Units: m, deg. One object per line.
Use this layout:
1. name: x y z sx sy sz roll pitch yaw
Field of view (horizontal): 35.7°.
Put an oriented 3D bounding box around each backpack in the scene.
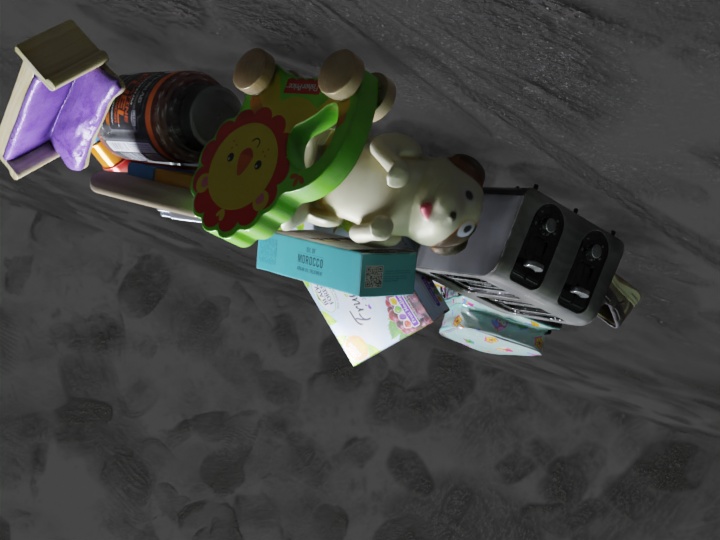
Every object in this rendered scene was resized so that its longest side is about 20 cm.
1. backpack: 0.195 0.044 1.639 0.175 0.154 0.200 16 179 -13

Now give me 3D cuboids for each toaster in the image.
1. toaster: 0.178 -0.024 1.332 0.181 0.119 0.200 26 170 -35

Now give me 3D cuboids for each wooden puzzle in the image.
1. wooden puzzle: -0.173 -0.097 1.267 0.185 0.037 0.200 15 -165 33

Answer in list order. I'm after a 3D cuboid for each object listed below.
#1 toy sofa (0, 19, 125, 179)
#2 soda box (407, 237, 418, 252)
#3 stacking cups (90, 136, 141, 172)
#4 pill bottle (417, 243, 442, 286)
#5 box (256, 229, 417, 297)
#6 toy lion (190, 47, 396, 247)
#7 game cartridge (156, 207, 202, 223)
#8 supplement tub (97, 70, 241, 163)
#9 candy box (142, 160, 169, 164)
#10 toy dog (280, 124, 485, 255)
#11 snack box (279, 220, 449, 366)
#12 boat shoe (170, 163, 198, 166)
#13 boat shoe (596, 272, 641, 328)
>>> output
1. toy sofa: -0.352 -0.181 1.278 0.098 0.083 0.200 49 141 3
2. soda box: 0.008 -0.039 1.511 0.068 0.064 0.200 -16 -169 -20
3. stacking cups: -0.337 -0.189 1.404 0.060 0.061 0.200 11 146 46
4. pill bottle: 0.104 -0.029 1.511 0.104 0.104 0.200 22 172 -19
5. box: -0.031 -0.011 1.286 0.082 0.049 0.200 -1 -170 -39
6. toy lion: -0.080 -0.114 1.079 0.200 0.192 0.069 11 168 44
7. game cartridge: -0.160 -0.081 1.400 0.133 0.042 0.200 4 -173 8
8. supplement tub: -0.219 -0.178 1.291 0.107 0.107 0.200 26 168 -40
9. candy box: -0.232 -0.130 1.746 0.200 0.072 0.168 20 171 -1
10. toy dog: 0.036 -0.083 1.227 0.200 0.140 0.194 17 -176 15
11. snack box: 0.000 0.000 1.393 0.142 0.200 0.053 -33 177 36
12. boat shoe: -0.171 -0.134 1.545 0.200 0.076 0.060 12 -158 -40
13. boat shoe: 0.310 0.024 1.521 0.200 0.065 0.072 28 170 -41
